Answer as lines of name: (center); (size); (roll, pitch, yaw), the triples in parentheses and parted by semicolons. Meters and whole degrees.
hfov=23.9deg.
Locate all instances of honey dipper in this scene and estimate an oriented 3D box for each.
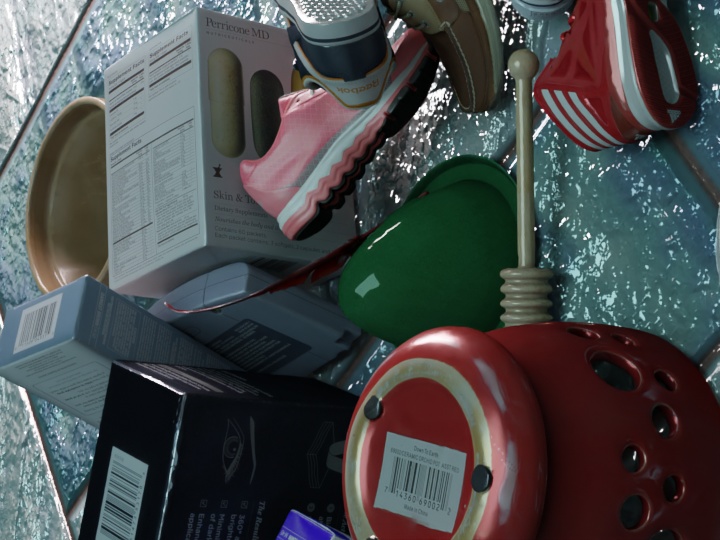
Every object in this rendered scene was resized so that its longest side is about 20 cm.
honey dipper: (0.115, -0.054, 1.183); (0.038, 0.038, 0.200); (0, 91, 53)

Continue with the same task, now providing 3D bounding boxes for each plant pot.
plant pot: (0.103, 0.125, 1.070); (0.200, 0.182, 0.201); (-17, 68, 49)
plant pot: (-0.235, -0.061, 1.623); (0.201, 0.093, 0.201); (-11, 76, 51)

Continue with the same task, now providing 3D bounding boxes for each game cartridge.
game cartridge: (-0.108, 0.058, 1.398); (0.200, 0.133, 0.042); (-32, 37, 45)

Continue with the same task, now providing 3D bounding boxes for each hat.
hat: (0.000, 0.000, 1.227); (0.166, 0.176, 0.200); (51, 123, 44)

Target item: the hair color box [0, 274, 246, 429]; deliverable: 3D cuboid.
hair color box: (-0.183, 0.086, 1.366); (0.099, 0.200, 0.061); (-21, 48, 36)

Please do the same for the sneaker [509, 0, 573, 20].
sneaker: (0.107, -0.276, 1.213); (0.071, 0.073, 0.200); (87, 161, -64)

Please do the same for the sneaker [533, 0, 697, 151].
sneaker: (0.153, -0.176, 1.144); (0.115, 0.078, 0.200); (-22, 65, 48)

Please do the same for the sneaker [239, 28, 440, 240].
sneaker: (-0.017, -0.122, 1.301); (0.087, 0.074, 0.200); (38, 90, 9)

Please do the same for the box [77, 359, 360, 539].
box: (-0.100, 0.182, 1.307); (0.117, 0.200, 0.197); (17, 97, 52)

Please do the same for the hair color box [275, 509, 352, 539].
hair color box: (-0.044, 0.289, 1.245); (0.065, 0.109, 0.200); (18, 79, 52)

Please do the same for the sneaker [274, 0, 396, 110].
sneaker: (-0.020, -0.181, 1.263); (0.200, 0.078, 0.079); (-100, -4, -62)

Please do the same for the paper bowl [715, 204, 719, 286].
paper bowl: (0.278, -0.022, 0.927); (0.201, 0.104, 0.201); (-16, 70, 50)

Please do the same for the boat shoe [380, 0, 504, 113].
boat shoe: (0.047, -0.207, 1.244); (0.076, 0.072, 0.200); (-179, 69, -75)

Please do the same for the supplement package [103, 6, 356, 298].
supplement package: (-0.110, -0.087, 1.411); (0.151, 0.152, 0.200); (-23, 65, 49)
